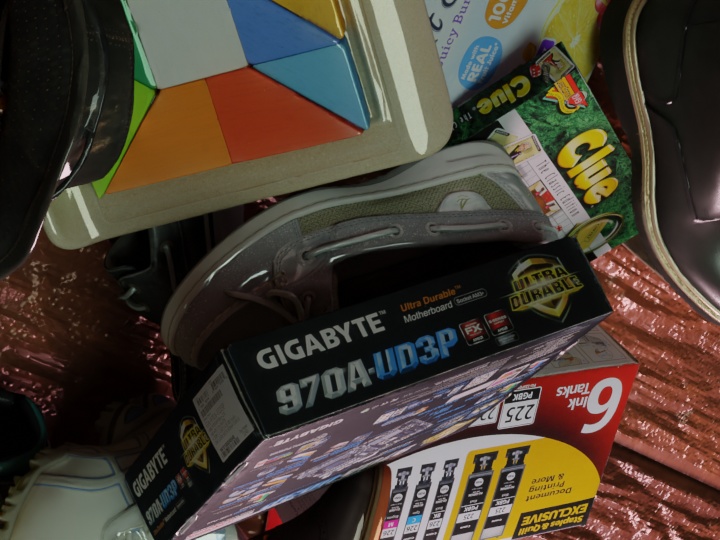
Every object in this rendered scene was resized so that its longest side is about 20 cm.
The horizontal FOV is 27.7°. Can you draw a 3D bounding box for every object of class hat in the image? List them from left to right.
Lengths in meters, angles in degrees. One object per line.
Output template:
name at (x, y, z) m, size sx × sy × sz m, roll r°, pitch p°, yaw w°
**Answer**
hat at (-0.144, -0.077, 0.596) m, size 0.081 × 0.200 × 0.202 m, roll -1°, pitch 122°, yaw -45°

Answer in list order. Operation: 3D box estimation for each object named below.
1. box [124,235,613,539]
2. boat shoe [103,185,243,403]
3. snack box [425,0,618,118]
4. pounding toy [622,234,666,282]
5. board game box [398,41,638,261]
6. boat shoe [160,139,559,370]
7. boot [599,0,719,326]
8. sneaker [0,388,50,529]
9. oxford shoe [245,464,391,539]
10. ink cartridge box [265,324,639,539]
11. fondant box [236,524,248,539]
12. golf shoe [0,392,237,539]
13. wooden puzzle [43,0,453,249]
box at (0.002, 0.059, 0.700) m, size 0.199 × 0.046 × 0.159 m, roll -17°, pitch 162°, yaw -31°
boat shoe at (-0.097, -0.009, 0.751) m, size 0.070 × 0.072 × 0.201 m, roll -8°, pitch 114°, yaw -17°
snack box at (0.049, -0.144, 0.736) m, size 0.199 × 0.053 × 0.143 m, roll 4°, pitch 118°, yaw -41°
pounding toy at (0.290, -0.044, 0.904) m, size 0.184 × 0.142 × 0.200 m, roll 27°, pitch 104°, yaw -41°
board game box at (0.100, -0.047, 0.816) m, size 0.104 × 0.024 × 0.200 m, roll -34°, pitch 150°, yaw 9°
boat shoe at (0.001, 0.001, 0.710) m, size 0.201 × 0.065 × 0.075 m, roll -22°, pitch 148°, yaw -21°
boot at (0.205, -0.050, 0.748) m, size 0.077 × 0.138 × 0.201 m, roll -37°, pitch 115°, yaw -21°
sneaker at (-0.186, 0.114, 0.753) m, size 0.079 × 0.072 × 0.200 m, roll -18°, pitch 133°, yaw 15°
oxford shoe at (-0.053, 0.176, 0.806) m, size 0.072 × 0.071 × 0.200 m, roll 31°, pitch 111°, yaw -12°
ink cartridge box at (0.052, 0.117, 0.907) m, size 0.199 × 0.084 × 0.177 m, roll -6°, pitch 124°, yaw -28°
fondant box at (-0.106, 0.241, 0.912) m, size 0.144 × 0.058 × 0.200 m, roll -36°, pitch 131°, yaw -6°
golf shoe at (-0.113, 0.124, 0.739) m, size 0.200 × 0.097 × 0.079 m, roll -46°, pitch 146°, yaw -60°
wooden puzzle at (-0.073, -0.111, 0.643) m, size 0.199 × 0.037 × 0.186 m, roll -16°, pitch 115°, yaw 4°
